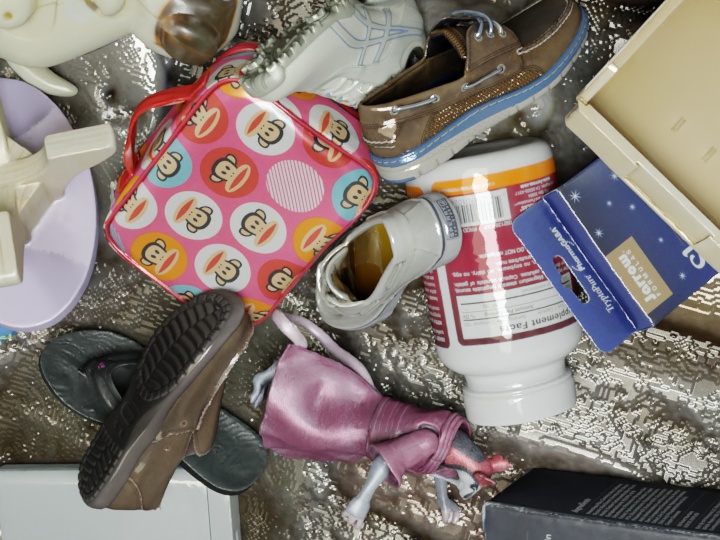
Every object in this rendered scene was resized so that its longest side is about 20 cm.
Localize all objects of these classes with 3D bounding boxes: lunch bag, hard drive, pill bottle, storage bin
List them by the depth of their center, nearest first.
[{"bbox_3d":[0.280,-0.117,1.267,0.200,0.094,0.199,44,75,0],"label":"storage bin"},{"bbox_3d":[0.103,0.008,1.354,0.113,0.113,0.200,-8,99,12],"label":"pill bottle"},{"bbox_3d":[-0.099,-0.067,1.360,0.176,0.082,0.200,35,121,-16],"label":"lunch bag"},{"bbox_3d":[-0.197,0.225,1.497,0.199,0.027,0.132,-2,100,12],"label":"hard drive"}]

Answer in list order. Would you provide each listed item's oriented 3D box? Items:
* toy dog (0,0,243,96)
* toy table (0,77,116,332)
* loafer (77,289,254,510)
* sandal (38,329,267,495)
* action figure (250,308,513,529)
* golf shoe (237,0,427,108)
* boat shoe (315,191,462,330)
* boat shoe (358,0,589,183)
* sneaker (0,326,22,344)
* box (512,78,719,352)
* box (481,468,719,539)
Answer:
[{"bbox_3d":[-0.187,-0.210,1.361,0.199,0.140,0.194,6,115,10],"label":"toy dog"},{"bbox_3d":[-0.267,-0.064,1.363,0.184,0.117,0.200,-22,77,-5],"label":"toy table"},{"bbox_3d":[-0.139,0.102,1.387,0.071,0.073,0.200,26,108,-34],"label":"loafer"},{"bbox_3d":[-0.160,0.103,1.442,0.200,0.048,0.075,30,62,-1],"label":"sandal"},{"bbox_3d":[0.024,0.120,1.388,0.200,0.134,0.149,10,91,21],"label":"action figure"},{"bbox_3d":[-0.006,-0.150,1.307,0.078,0.200,0.097,-22,102,42],"label":"golf shoe"},{"bbox_3d":[0.000,0.000,1.341,0.070,0.200,0.071,-15,81,-29],"label":"boat shoe"},{"bbox_3d":[0.083,-0.147,1.309,0.200,0.072,0.072,-41,125,-18],"label":"boat shoe"},{"bbox_3d":[-0.284,0.028,1.453,0.105,0.076,0.200,24,103,5],"label":"sneaker"},{"bbox_3d":[0.218,-0.043,1.311,0.200,0.032,0.121,-37,93,-18],"label":"box"},{"bbox_3d":[0.200,0.265,1.361,0.200,0.117,0.197,5,101,24],"label":"box"}]
